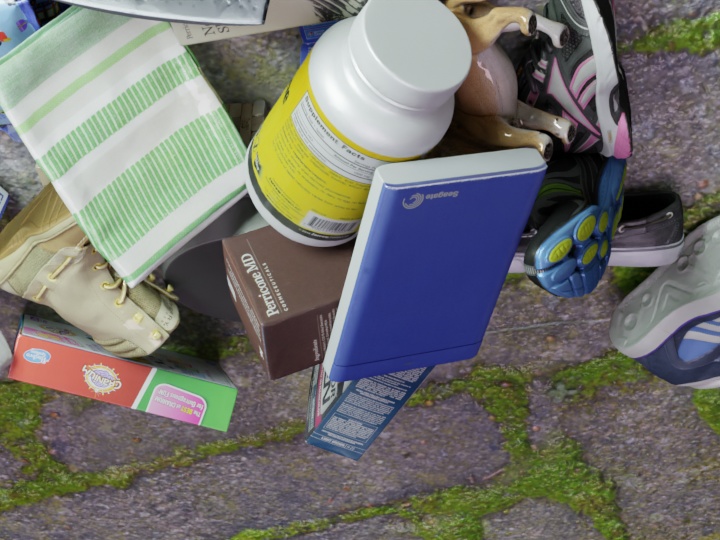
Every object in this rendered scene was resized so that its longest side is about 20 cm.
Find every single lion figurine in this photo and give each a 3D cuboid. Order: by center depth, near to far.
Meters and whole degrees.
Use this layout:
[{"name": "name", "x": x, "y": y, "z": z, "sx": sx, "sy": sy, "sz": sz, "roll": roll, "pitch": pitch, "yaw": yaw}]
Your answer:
[{"name": "lion figurine", "x": 0.090, "y": -0.143, "z": 1.124, "sx": 0.122, "sy": 0.072, "sz": 0.202, "roll": 18, "pitch": 132, "yaw": 31}]

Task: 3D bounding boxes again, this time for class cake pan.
[{"name": "cake pan", "x": -0.084, "y": -0.006, "z": 1.316, "sx": 0.198, "sy": 0.037, "sz": 0.201, "roll": -1, "pitch": 153, "yaw": 0}]

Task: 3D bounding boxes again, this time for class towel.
[{"name": "towel", "x": -0.169, "y": -0.106, "z": 1.136, "sx": 0.023, "sy": 0.152, "sz": 0.201, "roll": 20, "pitch": 145, "yaw": 52}]

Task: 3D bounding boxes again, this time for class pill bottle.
[{"name": "pill bottle", "x": -0.001, "y": -0.111, "z": 1.106, "sx": 0.111, "sy": 0.113, "sz": 0.200, "roll": 19, "pitch": 145, "yaw": -17}]

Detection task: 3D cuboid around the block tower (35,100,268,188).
[{"name": "block tower", "x": -0.161, "y": -0.094, "z": 1.253, "sx": 0.197, "sy": 0.054, "sz": 0.058, "roll": -4, "pitch": 138, "yaw": 7}]

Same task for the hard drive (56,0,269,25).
[{"name": "hard drive", "x": -0.145, "y": -0.235, "z": 1.038, "sx": 0.198, "sy": 0.136, "sz": 0.042, "roll": 10, "pitch": 171, "yaw": 9}]

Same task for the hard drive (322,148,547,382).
[{"name": "hard drive", "x": 0.052, "y": -0.001, "z": 1.136, "sx": 0.131, "sy": 0.025, "sz": 0.201, "roll": -8, "pitch": 138, "yaw": -24}]

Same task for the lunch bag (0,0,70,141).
[{"name": "lunch bag", "x": -0.290, "y": -0.163, "z": 1.172, "sx": 0.149, "sy": 0.095, "sz": 0.201, "roll": -6, "pitch": 147, "yaw": 6}]

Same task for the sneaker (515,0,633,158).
[{"name": "sneaker", "x": 0.154, "y": -0.153, "z": 1.153, "sx": 0.085, "sy": 0.081, "sz": 0.201, "roll": -7, "pitch": 136, "yaw": 13}]

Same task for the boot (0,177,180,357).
[{"name": "boot", "x": -0.203, "y": -0.005, "z": 1.246, "sx": 0.155, "sy": 0.073, "sz": 0.199, "roll": 36, "pitch": 137, "yaw": -22}]

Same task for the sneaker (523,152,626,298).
[{"name": "sneaker", "x": 0.157, "y": -0.040, "z": 1.194, "sx": 0.082, "sy": 0.200, "sz": 0.071, "roll": 5, "pitch": 120, "yaw": 17}]

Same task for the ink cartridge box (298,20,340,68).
[{"name": "ink cartridge box", "x": 0.022, "y": -0.127, "z": 1.219, "sx": 0.118, "sy": 0.042, "sz": 0.201, "roll": -6, "pitch": 135, "yaw": 9}]

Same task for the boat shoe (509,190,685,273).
[{"name": "boat shoe", "x": 0.176, "y": -0.040, "z": 1.291, "sx": 0.197, "sy": 0.069, "sz": 0.057, "roll": -1, "pitch": 122, "yaw": 0}]

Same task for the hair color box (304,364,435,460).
[{"name": "hair color box", "x": 0.018, "y": 0.075, "z": 1.390, "sx": 0.060, "sy": 0.101, "sz": 0.200, "roll": 21, "pitch": 134, "yaw": -16}]

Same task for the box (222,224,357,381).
[{"name": "box", "x": 0.000, "y": 0.000, "z": 1.208, "sx": 0.198, "sy": 0.101, "sz": 0.075, "roll": -20, "pitch": 140, "yaw": -12}]

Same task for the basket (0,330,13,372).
[{"name": "basket", "x": -0.414, "y": 0.039, "z": 1.286, "sx": 0.135, "sy": 0.123, "sz": 0.201, "roll": -28, "pitch": 95, "yaw": 43}]

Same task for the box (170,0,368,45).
[{"name": "box", "x": -0.046, "y": -0.225, "z": 1.093, "sx": 0.198, "sy": 0.069, "sz": 0.083, "roll": -9, "pitch": 137, "yaw": 12}]

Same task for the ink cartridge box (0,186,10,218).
[{"name": "ink cartridge box", "x": -0.389, "y": -0.045, "z": 1.212, "sx": 0.043, "sy": 0.198, "sz": 0.200, "roll": -11, "pitch": 136, "yaw": 32}]

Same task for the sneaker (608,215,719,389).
[{"name": "sneaker", "x": 0.333, "y": 0.033, "z": 1.352, "sx": 0.146, "sy": 0.081, "sz": 0.200, "roll": 24, "pitch": 131, "yaw": -33}]

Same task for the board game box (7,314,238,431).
[{"name": "board game box", "x": -0.219, "y": 0.091, "z": 1.397, "sx": 0.198, "sy": 0.153, "sz": 0.041, "roll": 15, "pitch": 92, "yaw": -12}]
